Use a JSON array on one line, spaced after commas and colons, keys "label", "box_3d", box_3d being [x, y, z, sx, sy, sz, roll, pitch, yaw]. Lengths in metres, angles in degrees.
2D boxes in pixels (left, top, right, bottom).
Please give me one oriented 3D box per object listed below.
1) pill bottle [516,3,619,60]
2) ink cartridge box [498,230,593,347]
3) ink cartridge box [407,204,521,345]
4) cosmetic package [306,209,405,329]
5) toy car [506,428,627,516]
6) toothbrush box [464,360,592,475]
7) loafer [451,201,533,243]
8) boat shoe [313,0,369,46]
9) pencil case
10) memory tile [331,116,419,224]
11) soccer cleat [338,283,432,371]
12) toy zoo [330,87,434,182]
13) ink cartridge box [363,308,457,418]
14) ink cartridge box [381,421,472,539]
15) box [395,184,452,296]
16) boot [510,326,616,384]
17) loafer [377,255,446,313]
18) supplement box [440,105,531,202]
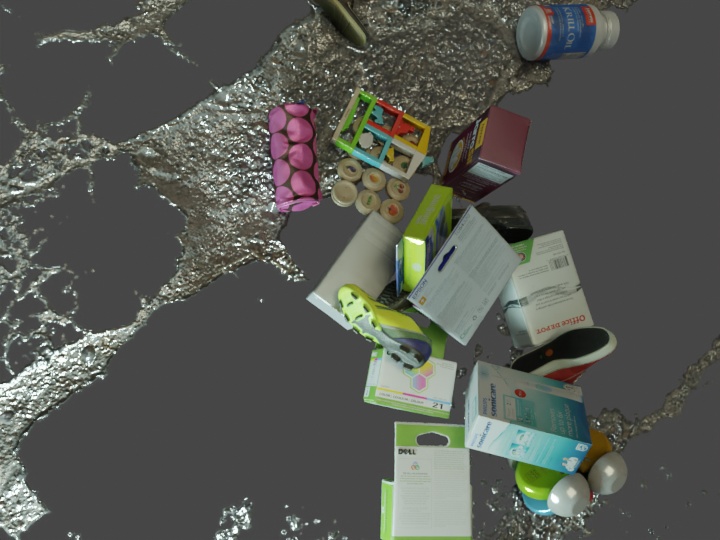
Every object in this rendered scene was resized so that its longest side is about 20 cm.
[{"label": "pill bottle", "box_3d": [0.448, -0.513, 1.428, 0.199, 0.112, 0.113, -9, 82, -16]}, {"label": "ink cartridge box", "box_3d": [0.353, 0.039, 1.314, 0.146, 0.083, 0.201, -14, 84, -16]}, {"label": "ink cartridge box", "box_3d": [0.181, 0.007, 1.184, 0.200, 0.043, 0.197, 38, 85, -39]}, {"label": "cosmetic package", "box_3d": [0.000, 0.000, 1.228, 0.107, 0.090, 0.200, 39, 75, -6]}, {"label": "toy car", "box_3d": [0.378, 0.381, 1.236, 0.199, 0.175, 0.151, -20, 124, -21]}, {"label": "toothbrush box", "box_3d": [0.290, 0.258, 1.178, 0.199, 0.086, 0.147, 14, 34, 2]}, {"label": "loafer", "box_3d": [0.244, -0.102, 1.328, 0.199, 0.073, 0.073, 6, 56, -17]}, {"label": "boat shoe", "box_3d": [-0.043, -0.538, 1.320, 0.065, 0.073, 0.200, -41, 92, -13]}, {"label": "pencil case", "box_3d": [-0.118, -0.209, 1.234, 0.093, 0.091, 0.201, -2, 83, -22]}, {"label": "memory tile", "box_3d": [0.034, -0.198, 1.298, 0.153, 0.017, 0.201, 20, 70, -10]}, {"label": "soccer cleat", "box_3d": [0.044, 0.090, 1.163, 0.200, 0.065, 0.084, 42, 43, -5]}, {"label": "toy zoo", "box_3d": [0.055, -0.259, 1.302, 0.199, 0.020, 0.132, 26, 68, -8]}, {"label": "ink cartridge box", "box_3d": [0.100, 0.158, 1.228, 0.147, 0.076, 0.201, 14, 78, -12]}, {"label": "ink cartridge box", "box_3d": [0.118, 0.377, 1.187, 0.147, 0.076, 0.201, 6, 74, -14]}, {"label": "box", "box_3d": [0.118, -0.053, 1.198, 0.047, 0.122, 0.200, 12, 41, 19]}, {"label": "boot", "box_3d": [0.403, 0.189, 1.250, 0.144, 0.199, 0.073, 45, 30, -30]}, {"label": "loafer", "box_3d": [0.115, 0.039, 1.247, 0.200, 0.075, 0.070, -31, 118, -23]}, {"label": "supplement box", "box_3d": [0.234, -0.216, 1.268, 0.085, 0.200, 0.111, 18, 76, -11]}]
